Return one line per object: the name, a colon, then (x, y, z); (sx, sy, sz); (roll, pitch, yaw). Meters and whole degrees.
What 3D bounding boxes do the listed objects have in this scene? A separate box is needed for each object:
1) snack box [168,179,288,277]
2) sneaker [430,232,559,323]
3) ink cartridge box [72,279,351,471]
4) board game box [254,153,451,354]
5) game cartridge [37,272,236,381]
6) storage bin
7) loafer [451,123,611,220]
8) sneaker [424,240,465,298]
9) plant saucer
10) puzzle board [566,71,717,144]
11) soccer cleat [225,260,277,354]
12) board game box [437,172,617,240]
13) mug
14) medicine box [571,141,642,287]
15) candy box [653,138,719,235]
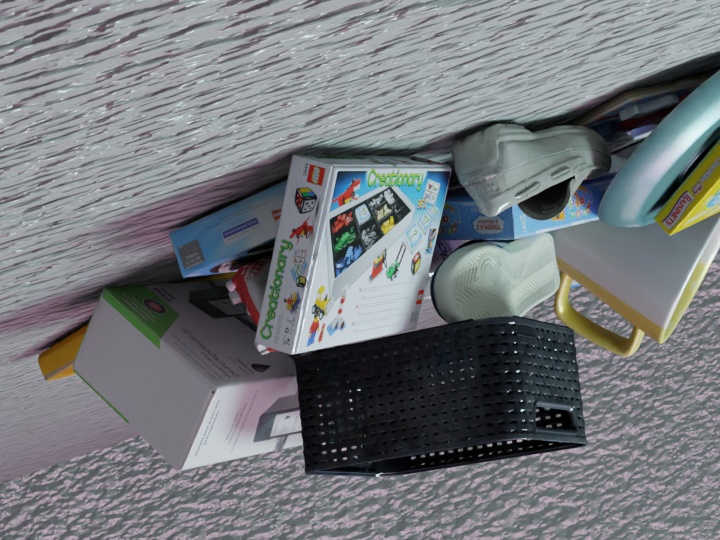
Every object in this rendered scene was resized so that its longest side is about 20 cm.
snack box: (-0.041, -0.035, 1.264); (0.116, 0.037, 0.200); (-22, 174, 25)
sneaker: (0.090, 0.013, 1.389); (0.084, 0.076, 0.200); (-6, -178, 29)
ink cartridge box: (-0.112, 0.079, 1.410); (0.199, 0.145, 0.085); (-5, 126, -52)
board game box: (-0.001, -0.015, 1.182); (0.034, 0.127, 0.200); (16, -171, 24)
game cartridge: (-0.180, 0.043, 1.568); (0.175, 0.033, 0.200); (-15, 169, -39)
storage bin: (0.061, 0.101, 1.325); (0.199, 0.095, 0.135); (-14, 165, 31)
loafer: (0.137, -0.072, 1.314); (0.070, 0.070, 0.199); (-19, 173, 37)
sneaker: (0.000, 0.000, 1.512); (0.199, 0.074, 0.087); (-7, 173, 41)
plant saucer: (0.274, -0.101, 1.377); (0.200, 0.027, 0.200); (-38, 163, -14)
puzzle board: (0.245, -0.131, 1.434); (0.199, 0.018, 0.150); (-15, 172, -36)
soccer cleat: (-0.039, 0.013, 1.242); (0.085, 0.069, 0.200); (-29, 176, 9)
board game box: (0.130, -0.055, 1.450); (0.150, 0.037, 0.199); (0, -172, 43)
mug: (0.239, -0.018, 1.581); (0.188, 0.152, 0.149); (-64, 166, 9)
medicine box: (0.278, -0.061, 1.750); (0.199, 0.104, 0.182); (-24, 172, 30)
candy box: (0.328, -0.092, 1.428); (0.199, 0.026, 0.102); (-22, 157, -47)
